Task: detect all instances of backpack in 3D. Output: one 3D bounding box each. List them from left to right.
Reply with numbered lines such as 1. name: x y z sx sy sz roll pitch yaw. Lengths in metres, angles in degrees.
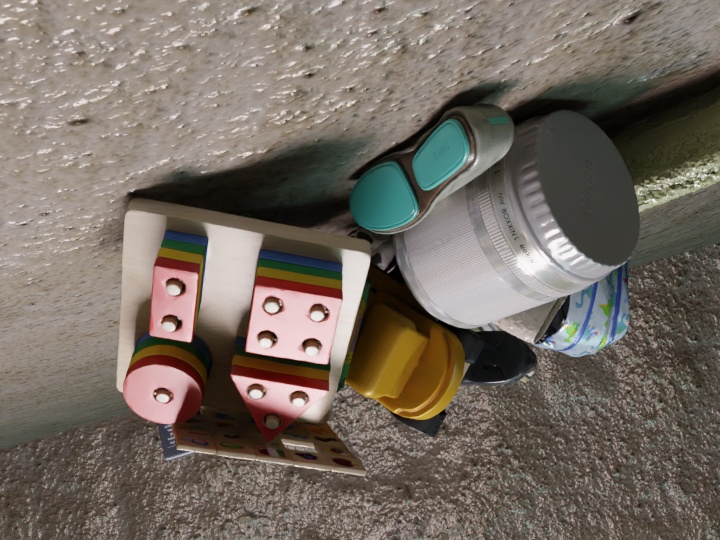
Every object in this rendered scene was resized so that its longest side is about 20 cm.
1. backpack: 0.261 0.004 1.046 0.152 0.203 0.163 27 152 -18

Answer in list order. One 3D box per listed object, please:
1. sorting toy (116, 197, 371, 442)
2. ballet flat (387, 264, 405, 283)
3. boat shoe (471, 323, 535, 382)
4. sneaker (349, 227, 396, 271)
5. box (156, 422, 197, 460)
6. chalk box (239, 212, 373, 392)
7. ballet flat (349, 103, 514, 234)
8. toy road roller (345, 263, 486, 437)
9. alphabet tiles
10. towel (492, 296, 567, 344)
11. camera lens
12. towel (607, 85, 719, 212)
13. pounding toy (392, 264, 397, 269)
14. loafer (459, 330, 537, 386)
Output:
1. sorting toy: -0.106 0.058 0.704 0.196 0.070 0.201 10 125 -7
2. ballet flat: 0.036 0.019 1.014 0.199 0.066 0.057 -41 128 -4
3. boat shoe: 0.157 0.061 1.011 0.069 0.200 0.075 -51 -148 -6
4. sneaker: 0.000 0.000 1.091 0.083 0.082 0.199 -16 172 -38
5. box: -0.223 0.156 1.232 0.106 0.204 0.148 -20 171 29
6. chalk box: -0.109 0.036 0.831 0.198 0.126 0.123 27 150 -20
7. ballet flat: 0.061 -0.083 0.729 0.063 0.068 0.199 -18 174 -33
8. toy road roller: 0.022 0.074 0.880 0.199 0.124 0.145 32 -176 35
9. alphabet tiles: -0.097 0.149 0.793 0.164 0.008 0.200 12 -178 -16
10. towel: 0.178 -0.013 0.943 0.201 0.131 0.035 -50 149 -32
11. camera lens: 0.140 -0.042 0.798 0.158 0.163 0.199 -8 168 -41
12. towel: 0.303 -0.117 0.833 0.198 0.037 0.149 -21 -153 35
13. pounding toy: 0.118 -0.007 1.149 0.182 0.144 0.199 -24 180 35
14. loafer: 0.103 0.101 0.954 0.197 0.074 0.072 4 170 32
